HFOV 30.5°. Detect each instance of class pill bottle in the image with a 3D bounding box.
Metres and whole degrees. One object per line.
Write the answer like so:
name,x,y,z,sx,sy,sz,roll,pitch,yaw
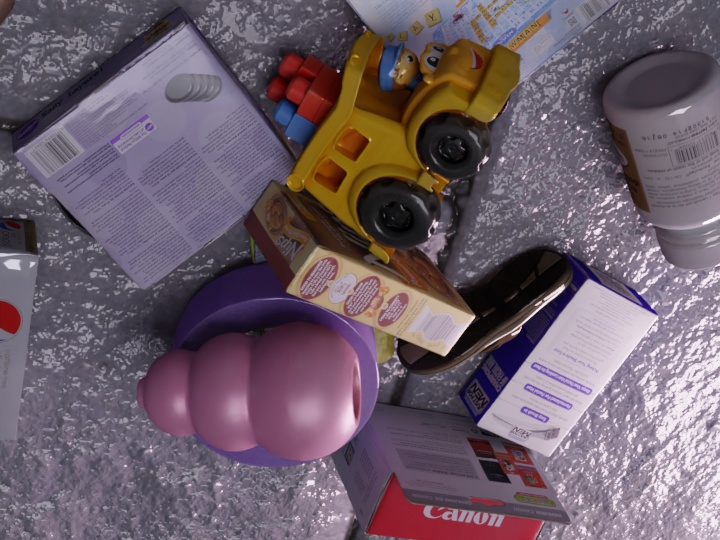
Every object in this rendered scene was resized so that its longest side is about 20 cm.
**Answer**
pill bottle,0.316,-0.104,1.294,0.114,0.114,0.200,-27,123,-2

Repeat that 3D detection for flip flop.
flip flop,0.131,0.050,1.354,0.200,0.081,0.058,-32,138,-4

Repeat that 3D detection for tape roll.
tape roll,-0.083,0.094,1.283,0.200,0.066,0.200,-1,120,-2

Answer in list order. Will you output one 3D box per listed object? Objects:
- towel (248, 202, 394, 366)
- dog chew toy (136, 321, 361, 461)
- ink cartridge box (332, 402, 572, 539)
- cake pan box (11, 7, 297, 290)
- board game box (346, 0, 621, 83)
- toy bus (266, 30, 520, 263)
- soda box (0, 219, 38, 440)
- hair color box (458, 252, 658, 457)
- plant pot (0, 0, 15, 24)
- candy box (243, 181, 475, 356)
towel,-0.036,0.024,1.309,0.144,0.023,0.200,-9,121,-12
dog chew toy,-0.102,0.110,1.189,0.200,0.125,0.125,-2,122,7
ink cartridge box,0.093,0.228,1.376,0.200,0.176,0.084,12,114,-23
cake pan box,-0.180,-0.102,1.174,0.200,0.052,0.184,-37,121,5
board game box,0.103,-0.256,1.181,0.200,0.041,0.200,-38,123,6
toy bus,0.017,-0.139,1.150,0.192,0.136,0.200,34,127,-5
soda box,-0.336,0.055,1.201,0.064,0.068,0.200,4,118,-20
hair color box,0.209,0.092,1.403,0.109,0.065,0.200,26,106,-29
plant pot,-0.364,-0.198,0.993,0.175,0.200,0.200,-42,124,-13
candy box,0.000,0.000,1.212,0.200,0.115,0.055,24,109,-38
